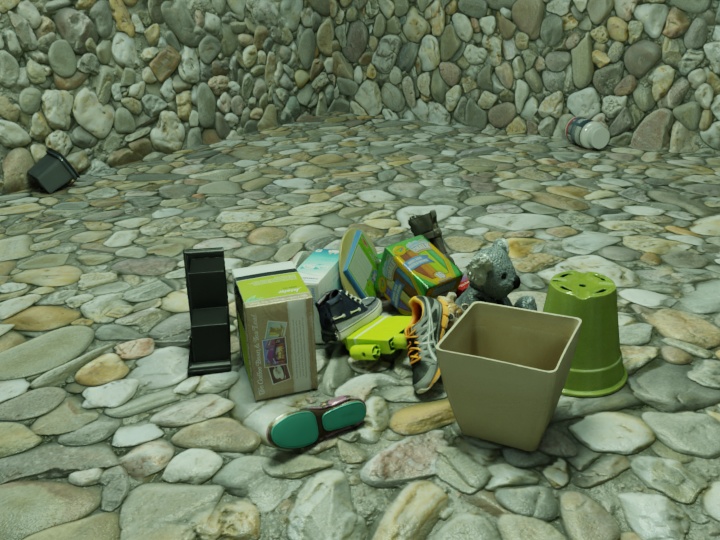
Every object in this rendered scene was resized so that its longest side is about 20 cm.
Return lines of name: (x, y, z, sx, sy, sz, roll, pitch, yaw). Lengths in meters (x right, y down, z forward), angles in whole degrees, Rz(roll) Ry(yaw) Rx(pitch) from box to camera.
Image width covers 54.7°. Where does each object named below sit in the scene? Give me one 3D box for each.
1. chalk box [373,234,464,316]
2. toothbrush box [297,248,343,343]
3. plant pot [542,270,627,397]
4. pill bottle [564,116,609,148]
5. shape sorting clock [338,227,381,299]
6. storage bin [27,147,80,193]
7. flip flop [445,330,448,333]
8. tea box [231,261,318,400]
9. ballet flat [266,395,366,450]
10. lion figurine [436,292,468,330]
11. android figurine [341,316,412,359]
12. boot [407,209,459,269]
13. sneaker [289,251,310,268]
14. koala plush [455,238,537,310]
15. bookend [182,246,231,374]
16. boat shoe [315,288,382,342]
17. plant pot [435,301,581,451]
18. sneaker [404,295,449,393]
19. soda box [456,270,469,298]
chalk box: (0.119, 0.007, 1.621, 0.124, 0.125, 0.200, -20, 52, -36)
toothbrush box: (-0.091, 0.054, 1.588, 0.084, 0.149, 0.200, 2, 24, 17)
plant pot: (0.422, 0.109, 1.350, 0.197, 0.193, 0.201, -3, 22, 1)
pill bottle: (0.993, -0.597, 3.039, 0.118, 0.121, 0.200, -8, 24, -14)
shape sorting clock: (0.000, 0.000, 1.646, 0.039, 0.203, 0.200, -7, 17, 31)
storage bin: (-1.228, -0.384, 2.781, 0.134, 0.146, 0.199, -44, 40, -19)
flip flop: (0.166, 0.155, 1.436, 0.080, 0.058, 0.201, -2, 23, 1)
tea box: (-0.172, 0.114, 1.386, 0.132, 0.203, 0.197, -8, 25, -15)
ballet flat: (-0.083, 0.263, 1.217, 0.198, 0.070, 0.071, -13, 6, -32)
lion figurine: (0.225, 0.128, 1.439, 0.072, 0.201, 0.123, -36, -11, -9)
android figurine: (0.047, 0.138, 1.476, 0.198, 0.042, 0.181, -4, 17, 39)
boot: (0.161, -0.052, 1.708, 0.069, 0.176, 0.200, -23, -3, -30)
sneaker: (-0.185, 0.045, 1.622, 0.103, 0.075, 0.203, 1, 63, 32)
koala plush: (0.279, 0.039, 1.514, 0.182, 0.203, 0.177, 13, 28, 34)
bookend: (-0.327, 0.082, 1.480, 0.091, 0.202, 0.200, -4, 23, -10)
boat shoe: (-0.022, 0.074, 1.514, 0.074, 0.094, 0.200, -5, 17, 34)
plant pot: (0.254, 0.187, 1.197, 0.197, 0.180, 0.199, 9, 25, 27)
sneaker: (0.119, 0.141, 1.357, 0.076, 0.078, 0.202, 23, 57, -22)
soda box: (0.282, 0.036, 1.697, 0.199, 0.064, 0.069, -23, 30, -39)
